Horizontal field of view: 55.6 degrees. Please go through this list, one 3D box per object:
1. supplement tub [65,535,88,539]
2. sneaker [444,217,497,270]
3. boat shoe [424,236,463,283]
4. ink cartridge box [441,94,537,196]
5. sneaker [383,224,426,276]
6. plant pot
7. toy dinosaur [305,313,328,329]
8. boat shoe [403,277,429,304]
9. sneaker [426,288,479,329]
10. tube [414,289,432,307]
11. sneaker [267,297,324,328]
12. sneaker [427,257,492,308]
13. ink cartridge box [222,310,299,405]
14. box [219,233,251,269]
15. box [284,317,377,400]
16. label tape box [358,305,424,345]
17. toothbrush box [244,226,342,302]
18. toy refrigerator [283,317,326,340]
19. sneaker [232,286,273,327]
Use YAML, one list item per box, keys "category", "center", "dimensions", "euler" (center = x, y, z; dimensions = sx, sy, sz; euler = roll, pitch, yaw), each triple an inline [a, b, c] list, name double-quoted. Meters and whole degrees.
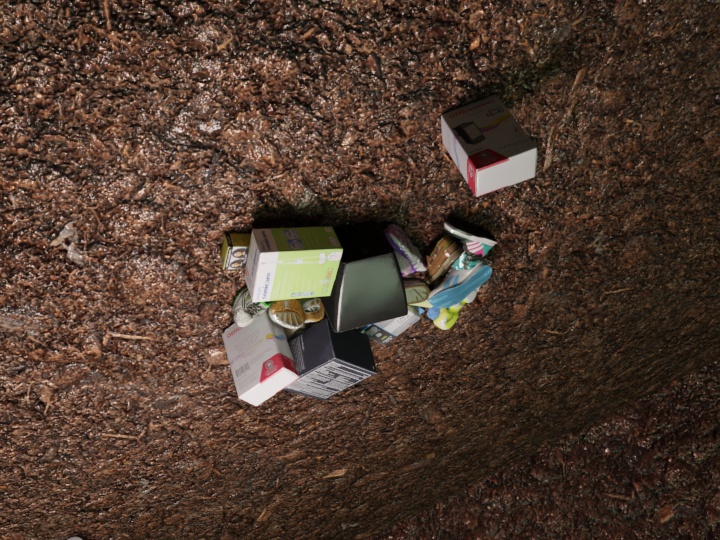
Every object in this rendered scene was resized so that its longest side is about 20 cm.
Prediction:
- category: "supplement tub"
  center: [-0.949, 1.007, 2.369]
  dimensions: [0.120, 0.124, 0.201]
  euler: [-24, 142, 1]
- category: "sneaker"
  center: [0.269, -0.064, 1.829]
  dimensions: [0.197, 0.084, 0.122]
  euler: [15, 118, -41]
- category: "boat shoe"
  center: [0.210, -0.031, 1.813]
  dimensions: [0.071, 0.068, 0.200]
  euler: [-36, 171, -28]
- category: "ink cartridge box"
  center: [0.276, -0.274, 1.487]
  dimensions: [0.144, 0.203, 0.087]
  euler: [-20, 142, -5]
- category: "sneaker"
  center: [0.098, -0.041, 1.766]
  dimensions: [0.087, 0.082, 0.200]
  euler: [-26, 144, 15]
- category: "plant pot"
  center: [0.000, 0.000, 1.674]
  dimensions: [0.195, 0.201, 0.181]
  euler: [-11, 131, -16]
- category: "toy dinosaur"
  center: [-0.105, 0.100, 1.823]
  dimensions: [0.194, 0.105, 0.077]
  euler: [-4, -176, -7]
- category: "boat shoe"
  center: [0.084, 0.054, 1.816]
  dimensions: [0.195, 0.066, 0.074]
  euler: [-3, 116, -5]
- category: "sneaker"
  center: [0.265, 0.074, 2.000]
  dimensions: [0.201, 0.104, 0.076]
  euler: [-49, 136, -17]
- category: "tube"
  center: [0.134, 0.067, 1.919]
  dimensions: [0.197, 0.057, 0.053]
  euler: [12, 96, -44]
- category: "sneaker"
  center: [-0.174, 0.107, 1.689]
  dimensions: [0.086, 0.078, 0.198]
  euler: [-7, 174, 32]
- category: "sneaker"
  center: [0.273, 0.031, 1.930]
  dimensions: [0.198, 0.081, 0.077]
  euler: [-34, 133, 5]
- category: "ink cartridge box"
  center: [-0.258, 0.217, 1.752]
  dimensions: [0.146, 0.203, 0.086]
  euler: [-33, 142, 12]
- category: "box"
  center: [-0.226, -0.045, 1.600]
  dimensions: [0.195, 0.051, 0.076]
  euler: [-1, 135, -29]
- category: "box"
  center: [-0.094, 0.241, 1.828]
  dimensions: [0.196, 0.126, 0.199]
  euler: [-28, 147, 25]
- category: "label tape box"
  center: [0.096, 0.147, 1.989]
  dimensions: [0.142, 0.067, 0.199]
  euler: [-38, 139, 17]
- category: "toothbrush box"
  center: [-0.155, -0.016, 1.564]
  dimensions: [0.195, 0.087, 0.148]
  euler: [-6, 134, -25]
- category: "toy refrigerator"
  center: [-0.123, 0.172, 1.893]
  dimensions: [0.197, 0.071, 0.076]
  euler: [16, 128, -40]
- category: "sneaker"
  center: [-0.253, 0.070, 1.681]
  dimensions: [0.077, 0.086, 0.201]
  euler: [30, 118, -23]
